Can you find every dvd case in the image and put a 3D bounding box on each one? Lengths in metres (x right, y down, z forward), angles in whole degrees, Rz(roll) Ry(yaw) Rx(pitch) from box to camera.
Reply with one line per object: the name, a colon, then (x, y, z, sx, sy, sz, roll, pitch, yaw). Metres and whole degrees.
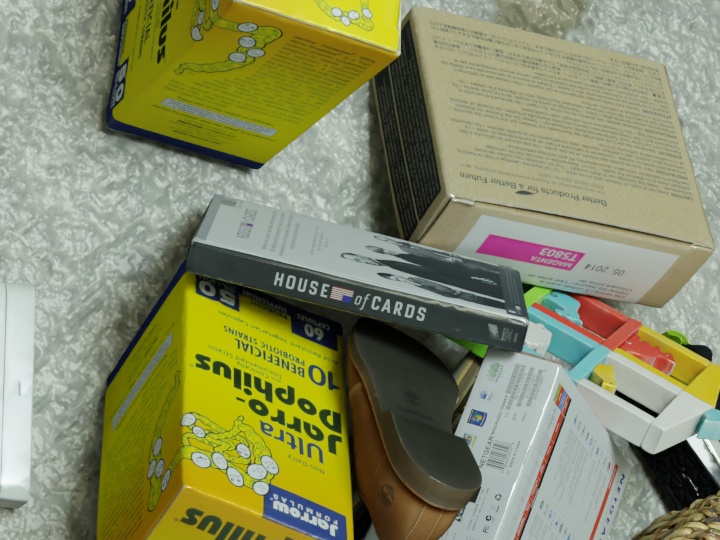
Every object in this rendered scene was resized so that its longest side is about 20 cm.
dvd case: (0.000, 0.000, 1.511, 0.199, 0.150, 0.025, 13, 101, -1)

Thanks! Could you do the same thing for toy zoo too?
toy zoo: (0.149, 0.055, 1.600, 0.199, 0.021, 0.131, 29, 24, 14)

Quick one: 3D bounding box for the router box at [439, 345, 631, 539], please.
router box: (0.087, 0.172, 1.501, 0.049, 0.180, 0.201, 14, 71, 26)

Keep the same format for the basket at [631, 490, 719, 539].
basket: (0.228, 0.260, 1.585, 0.149, 0.143, 0.200, -38, 92, -34)

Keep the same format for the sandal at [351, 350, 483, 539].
sandal: (0.021, 0.101, 1.579, 0.054, 0.080, 0.200, 38, 61, 14)

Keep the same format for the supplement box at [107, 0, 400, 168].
supplement box: (-0.064, -0.156, 1.532, 0.109, 0.200, 0.110, 15, 65, -23)

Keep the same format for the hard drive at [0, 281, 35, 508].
hard drive: (-0.284, 0.060, 1.448, 0.199, 0.027, 0.133, 9, 68, -25)

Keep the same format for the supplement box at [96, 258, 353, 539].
supplement box: (-0.078, 0.109, 1.445, 0.108, 0.110, 0.201, 23, 33, -20)

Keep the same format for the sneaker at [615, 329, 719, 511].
sneaker: (0.248, 0.131, 1.684, 0.083, 0.072, 0.201, -26, 86, -34)

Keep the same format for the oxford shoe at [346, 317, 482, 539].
oxford shoe: (0.016, 0.092, 1.445, 0.071, 0.072, 0.200, 23, 23, -16)

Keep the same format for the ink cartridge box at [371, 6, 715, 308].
ink cartridge box: (0.117, -0.073, 1.659, 0.199, 0.075, 0.166, 11, 50, -24)

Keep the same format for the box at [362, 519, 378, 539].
box: (0.030, 0.196, 1.510, 0.047, 0.122, 0.201, 15, 61, 25)
